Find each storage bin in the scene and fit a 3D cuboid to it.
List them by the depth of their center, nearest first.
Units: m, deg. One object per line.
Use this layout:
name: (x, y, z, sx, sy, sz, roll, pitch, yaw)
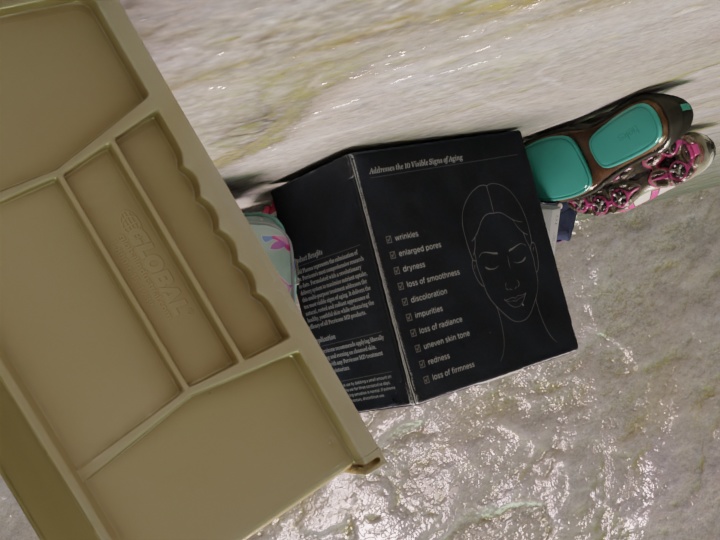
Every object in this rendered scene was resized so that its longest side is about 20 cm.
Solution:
storage bin: (-0.114, 0.014, 0.429, 0.093, 0.199, 0.200, -31, -175, -24)

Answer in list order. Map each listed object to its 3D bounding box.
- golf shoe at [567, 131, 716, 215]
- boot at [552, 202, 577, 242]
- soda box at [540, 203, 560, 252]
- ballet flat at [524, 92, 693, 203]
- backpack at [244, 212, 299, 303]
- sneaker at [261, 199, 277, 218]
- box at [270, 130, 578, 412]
golf shoe: (0.349, -0.117, 1.375, 0.199, 0.073, 0.092, -17, 178, 42)
boot: (0.265, -0.081, 1.487, 0.072, 0.091, 0.199, -16, 177, 36)
soda box: (0.120, -0.042, 1.103, 0.063, 0.069, 0.200, 4, -174, -22)
ballet flat: (0.217, -0.108, 0.992, 0.068, 0.068, 0.200, -23, -177, -37)
backpack: (-0.131, 0.056, 0.864, 0.175, 0.202, 0.153, 0, 172, -22)
sneaker: (0.000, 0.000, 1.006, 0.199, 0.081, 0.075, 16, -158, -21)
box: (0.055, 0.000, 0.926, 0.199, 0.198, 0.124, -12, 178, -39)
